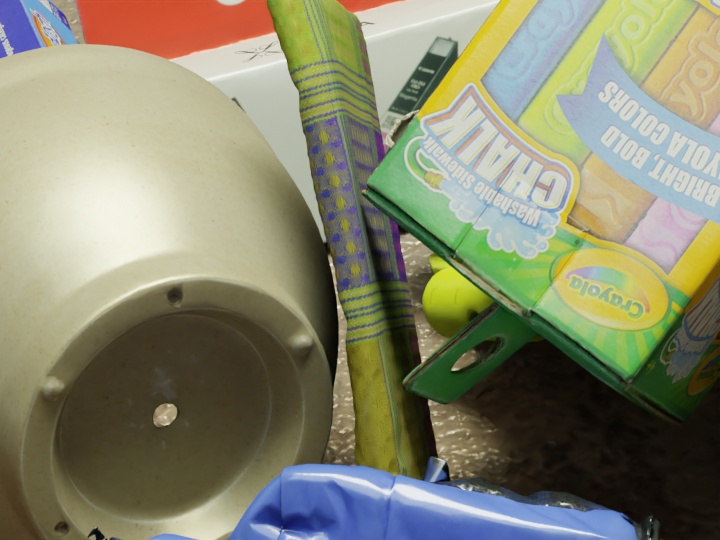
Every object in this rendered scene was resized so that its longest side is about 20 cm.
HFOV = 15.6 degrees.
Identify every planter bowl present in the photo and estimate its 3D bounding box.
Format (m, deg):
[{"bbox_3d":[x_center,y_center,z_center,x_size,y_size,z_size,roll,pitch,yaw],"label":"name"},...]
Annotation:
[{"bbox_3d":[-0.090,0.033,0.960,0.199,0.201,0.135,-20,29,-17],"label":"planter bowl"}]

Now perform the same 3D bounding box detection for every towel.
[{"bbox_3d":[0.000,0.000,0.970,0.023,0.201,0.144,-10,-1,8],"label":"towel"}]

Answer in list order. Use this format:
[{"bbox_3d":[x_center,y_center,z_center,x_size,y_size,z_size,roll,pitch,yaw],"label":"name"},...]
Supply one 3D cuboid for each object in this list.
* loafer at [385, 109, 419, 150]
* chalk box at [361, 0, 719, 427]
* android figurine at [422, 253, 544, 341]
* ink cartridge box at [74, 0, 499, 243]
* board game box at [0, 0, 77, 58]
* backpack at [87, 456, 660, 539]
[{"bbox_3d":[0.089,-0.073,1.082,0.199,0.070,0.075,-12,23,36],"label":"loafer"},{"bbox_3d":[0.092,-0.027,0.946,0.124,0.124,0.200,37,93,18],"label":"chalk box"},{"bbox_3d":[0.105,-0.023,1.103,0.182,0.041,0.200,-35,19,-25],"label":"android figurine"},{"bbox_3d":[-0.024,-0.100,1.181,0.199,0.174,0.044,-15,25,-11],"label":"ink cartridge box"},{"bbox_3d":[-0.195,-0.022,1.129,0.200,0.045,0.152,-44,35,8],"label":"board game box"},{"bbox_3d":[0.007,0.133,0.707,0.167,0.200,0.163,13,81,12],"label":"backpack"}]
